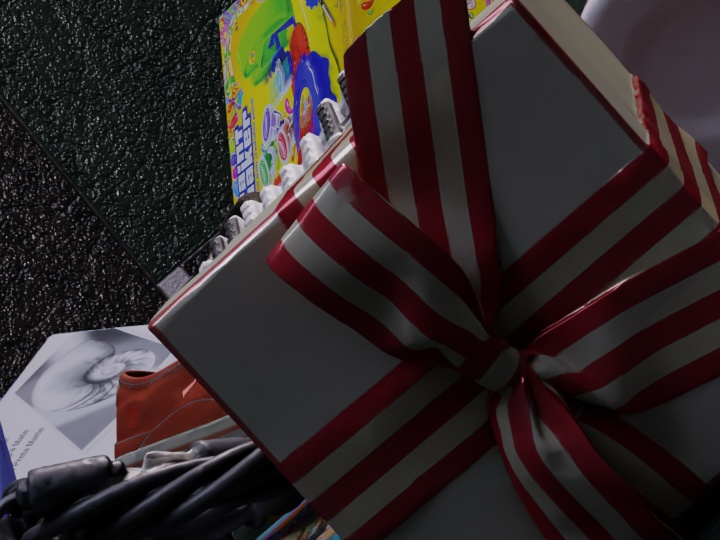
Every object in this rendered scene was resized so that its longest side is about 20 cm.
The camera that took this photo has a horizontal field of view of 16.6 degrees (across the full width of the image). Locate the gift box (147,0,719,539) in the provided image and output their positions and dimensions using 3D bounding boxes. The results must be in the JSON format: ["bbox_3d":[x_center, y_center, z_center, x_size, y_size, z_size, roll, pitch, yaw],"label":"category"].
[{"bbox_3d":[0.054,-0.002,0.839,0.200,0.184,0.187,-47,4,14],"label":"gift box"}]

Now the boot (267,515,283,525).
[{"bbox_3d":[0.023,0.051,1.225,0.200,0.074,0.155,-53,12,-18],"label":"boot"}]

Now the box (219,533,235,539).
[{"bbox_3d":[-0.147,0.196,1.177,0.116,0.060,0.200,-3,31,34],"label":"box"}]

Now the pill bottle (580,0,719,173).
[{"bbox_3d":[0.167,-0.123,1.192,0.113,0.113,0.200,-42,7,20],"label":"pill bottle"}]

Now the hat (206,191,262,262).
[{"bbox_3d":[-0.045,0.008,1.416,0.200,0.081,0.201,-33,48,47],"label":"hat"}]

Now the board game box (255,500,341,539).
[{"bbox_3d":[-0.028,0.146,1.009,0.152,0.045,0.200,-43,7,22],"label":"board game box"}]

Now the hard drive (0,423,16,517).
[{"bbox_3d":[-0.147,0.163,1.028,0.025,0.132,0.200,-12,33,-3],"label":"hard drive"}]

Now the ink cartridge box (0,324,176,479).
[{"bbox_3d":[-0.159,0.097,1.262,0.199,0.041,0.200,-9,29,27],"label":"ink cartridge box"}]

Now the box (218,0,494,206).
[{"bbox_3d":[0.007,-0.100,1.577,0.122,0.201,0.193,2,-18,-26],"label":"box"}]

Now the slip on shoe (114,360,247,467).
[{"bbox_3d":[-0.033,0.043,1.070,0.200,0.061,0.074,-23,-16,34],"label":"slip on shoe"}]

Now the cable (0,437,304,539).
[{"bbox_3d":[-0.068,0.083,0.992,0.163,0.051,0.200,-21,-9,4],"label":"cable"}]

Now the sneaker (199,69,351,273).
[{"bbox_3d":[-0.020,-0.020,1.322,0.200,0.081,0.075,-49,23,20],"label":"sneaker"}]
